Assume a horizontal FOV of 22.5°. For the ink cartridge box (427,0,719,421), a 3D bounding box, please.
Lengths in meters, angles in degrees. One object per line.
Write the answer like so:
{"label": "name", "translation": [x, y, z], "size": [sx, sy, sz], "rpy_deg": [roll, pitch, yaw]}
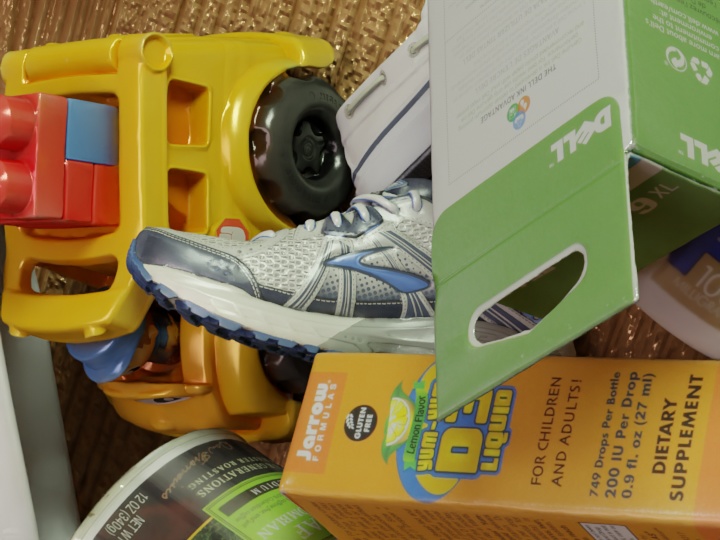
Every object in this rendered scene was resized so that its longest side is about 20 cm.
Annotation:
{"label": "ink cartridge box", "translation": [0.076, -0.049, 0.624], "size": [0.104, 0.059, 0.200], "rpy_deg": [-35, 45, 45]}

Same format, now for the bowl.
{"label": "bowl", "translation": [-0.195, 0.075, 0.915], "size": [0.074, 0.200, 0.200], "rpy_deg": [-11, 83, -3]}

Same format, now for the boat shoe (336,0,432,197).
{"label": "boat shoe", "translation": [0.052, -0.102, 0.782], "size": [0.200, 0.073, 0.067], "rpy_deg": [-43, 66, 32]}

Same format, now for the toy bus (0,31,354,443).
{"label": "toy bus", "translation": [-0.106, -0.016, 0.838], "size": [0.135, 0.192, 0.201], "rpy_deg": [-1, 90, 38]}

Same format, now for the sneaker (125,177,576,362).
{"label": "sneaker", "translation": [0.000, 0.000, 0.782], "size": [0.077, 0.199, 0.085], "rpy_deg": [161, 121, -77]}

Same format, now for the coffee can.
{"label": "coffee can", "translation": [-0.022, 0.180, 0.788], "size": [0.200, 0.146, 0.147], "rpy_deg": [30, 110, 28]}

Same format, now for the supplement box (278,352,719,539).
{"label": "supplement box", "translation": [0.070, 0.074, 0.695], "size": [0.200, 0.069, 0.067], "rpy_deg": [-2, 63, 34]}

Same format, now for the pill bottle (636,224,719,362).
{"label": "pill bottle", "translation": [0.177, -0.069, 0.651], "size": [0.120, 0.120, 0.200], "rpy_deg": [51, 121, 27]}
